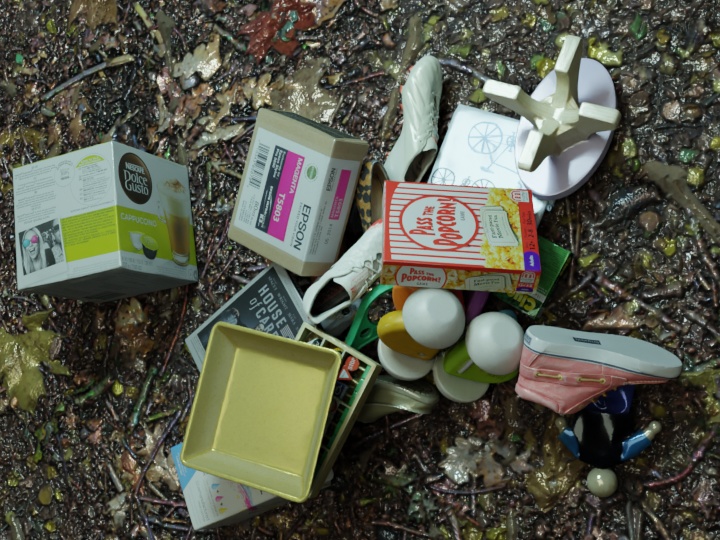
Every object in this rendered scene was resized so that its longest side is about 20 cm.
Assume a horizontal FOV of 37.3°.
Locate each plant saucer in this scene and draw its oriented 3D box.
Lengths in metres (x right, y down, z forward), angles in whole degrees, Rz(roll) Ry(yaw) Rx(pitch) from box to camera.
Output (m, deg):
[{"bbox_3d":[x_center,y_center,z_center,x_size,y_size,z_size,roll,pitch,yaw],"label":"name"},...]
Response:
[{"bbox_3d":[-0.127,0.187,1.429,0.198,0.048,0.202,12,85,23],"label":"plant saucer"}]

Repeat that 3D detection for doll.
[{"bbox_3d":[0.321,0.192,1.379,0.135,0.048,0.202,5,85,23],"label":"doll"}]

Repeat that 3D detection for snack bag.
[{"bbox_3d":[0.185,-0.120,1.486,0.187,0.021,0.201,20,82,25],"label":"snack bag"}]

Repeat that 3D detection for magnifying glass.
[{"bbox_3d":[0.000,0.089,1.485,0.200,0.079,0.022,-50,46,14],"label":"magnifying glass"}]

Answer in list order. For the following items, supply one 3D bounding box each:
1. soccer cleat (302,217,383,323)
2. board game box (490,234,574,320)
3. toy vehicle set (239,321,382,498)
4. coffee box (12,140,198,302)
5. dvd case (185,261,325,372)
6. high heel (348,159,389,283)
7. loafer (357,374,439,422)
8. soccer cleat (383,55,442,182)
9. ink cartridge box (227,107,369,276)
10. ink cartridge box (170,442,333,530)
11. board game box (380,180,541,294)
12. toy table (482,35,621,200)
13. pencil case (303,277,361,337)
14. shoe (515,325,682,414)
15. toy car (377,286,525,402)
[{"bbox_3d":[0.000,0.000,1.446,0.200,0.085,0.069,-40,100,12],"label":"soccer cleat"},{"bbox_3d":[0.187,-0.024,1.486,0.199,0.023,0.105,32,95,26],"label":"board game box"},{"bbox_3d":[-0.068,0.188,1.447,0.124,0.026,0.201,27,91,23],"label":"toy vehicle set"},{"bbox_3d":[-0.398,-0.070,1.675,0.198,0.199,0.200,-12,78,24],"label":"coffee box"},{"bbox_3d":[-0.153,0.100,1.543,0.200,0.025,0.151,-41,60,16],"label":"dvd case"},{"bbox_3d":[0.047,-0.053,1.493,0.071,0.143,0.200,-24,61,-26],"label":"high heel"},{"bbox_3d":[0.024,0.183,1.513,0.199,0.075,0.069,6,94,38],"label":"loafer"},{"bbox_3d":[0.088,-0.205,1.529,0.077,0.069,0.202,25,102,45],"label":"soccer cleat"},{"bbox_3d":[-0.092,-0.111,1.515,0.164,0.075,0.202,26,106,38],"label":"ink cartridge box"},{"bbox_3d":[-0.148,0.279,1.550,0.199,0.125,0.129,-27,73,20],"label":"ink cartridge box"},{"bbox_3d":[0.126,-0.044,1.378,0.198,0.047,0.152,3,46,-1],"label":"board game box"},{"bbox_3d":[0.260,-0.204,1.406,0.182,0.117,0.202,6,78,23],"label":"toy table"},{"bbox_3d":[-0.083,0.094,1.565,0.200,0.083,0.091,-43,39,15],"label":"pencil case"},{"bbox_3d":[0.295,0.132,1.337,0.198,0.072,0.092,10,110,-1],"label":"shoe"},{"bbox_3d":[0.126,0.073,1.422,0.199,0.175,0.151,22,59,-7],"label":"toy car"}]
